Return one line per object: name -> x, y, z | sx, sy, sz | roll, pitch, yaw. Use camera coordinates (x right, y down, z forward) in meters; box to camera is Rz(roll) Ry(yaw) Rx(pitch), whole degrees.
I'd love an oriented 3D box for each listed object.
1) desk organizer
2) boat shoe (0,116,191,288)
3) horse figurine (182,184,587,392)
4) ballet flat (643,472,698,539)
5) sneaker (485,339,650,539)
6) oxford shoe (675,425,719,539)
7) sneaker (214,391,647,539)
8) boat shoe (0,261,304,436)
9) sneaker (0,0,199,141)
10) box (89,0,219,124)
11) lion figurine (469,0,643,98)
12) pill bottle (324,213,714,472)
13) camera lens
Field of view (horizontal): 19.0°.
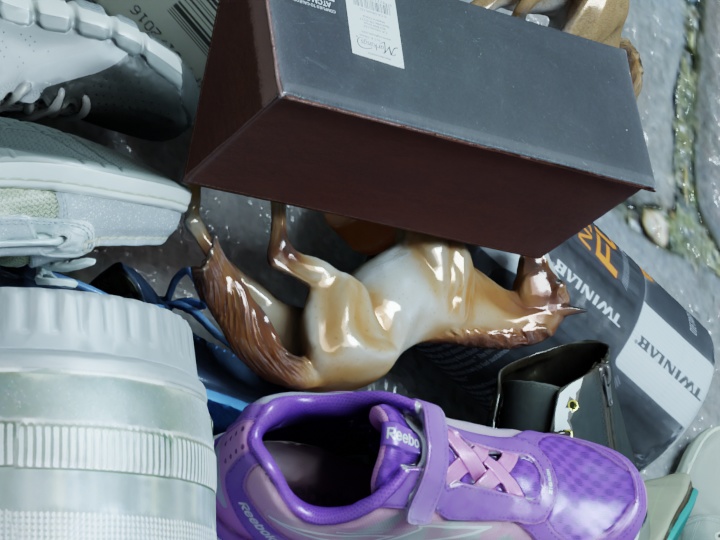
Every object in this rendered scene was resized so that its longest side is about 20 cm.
desk organizer -> 0.022, -0.065, 0.903 | 0.199, 0.077, 0.072 | 11, 58, -36
boat shoe -> -0.159, -0.022, 0.835 | 0.201, 0.074, 0.065 | -1, 109, -40
horse figurine -> 0.000, 0.000, 0.936 | 0.199, 0.050, 0.133 | -27, 91, -43
ballet flat -> 0.119, 0.149, 1.059 | 0.070, 0.069, 0.200 | 53, 29, -10
sneaker -> 0.063, 0.113, 0.961 | 0.200, 0.074, 0.107 | -42, 126, -52
oxford shoe -> 0.198, 0.171, 1.136 | 0.075, 0.058, 0.201 | 31, 51, -26
sneaker -> 0.026, 0.088, 0.879 | 0.198, 0.089, 0.081 | 5, 57, -11
boat shoe -> -0.103, 0.025, 0.906 | 0.199, 0.084, 0.069 | 24, 57, -36
sneaker -> -0.167, -0.066, 0.906 | 0.199, 0.075, 0.116 | 22, 62, -24
box -> -0.019, -0.163, 1.013 | 0.109, 0.128, 0.200 | 48, 34, -11
lion figurine -> 0.109, -0.113, 1.119 | 0.122, 0.200, 0.073 | -39, 76, -16
pill bottle -> 0.074, 0.010, 1.060 | 0.200, 0.106, 0.107 | 41, 48, -22
camera lens -> -0.130, 0.120, 0.767 | 0.159, 0.159, 0.202 | 9, 73, -40
